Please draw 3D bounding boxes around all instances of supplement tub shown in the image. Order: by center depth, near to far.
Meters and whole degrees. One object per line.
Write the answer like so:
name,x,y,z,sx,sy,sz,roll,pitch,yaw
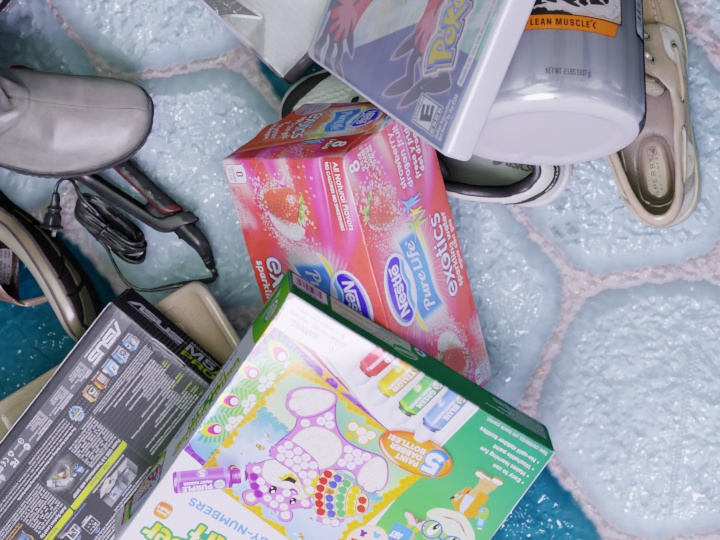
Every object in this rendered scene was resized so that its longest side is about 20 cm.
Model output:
supplement tub,0.112,-0.175,1.474,0.122,0.123,0.201,-5,72,12

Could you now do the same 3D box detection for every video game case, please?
video game case,0.050,-0.189,1.440,0.023,0.182,0.201,12,107,-34

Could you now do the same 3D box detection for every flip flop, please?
flip flop,-0.250,-0.018,1.624,0.200,0.081,0.058,42,94,11

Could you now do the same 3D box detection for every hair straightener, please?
hair straightener,-0.181,-0.050,1.635,0.200,0.041,0.077,40,100,2

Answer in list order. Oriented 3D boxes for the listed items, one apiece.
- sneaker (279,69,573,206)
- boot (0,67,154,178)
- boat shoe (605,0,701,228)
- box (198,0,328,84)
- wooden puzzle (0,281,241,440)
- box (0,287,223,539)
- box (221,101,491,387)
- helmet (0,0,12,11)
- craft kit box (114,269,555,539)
sneaker,0.038,-0.091,1.558,0.199,0.088,0.076,12,97,12
boot,-0.235,-0.109,1.546,0.199,0.131,0.068,0,76,-2
boat shoe,0.175,-0.126,1.537,0.072,0.065,0.201,-12,89,12
box,-0.036,-0.247,1.571,0.158,0.048,0.200,45,94,6
wooden puzzle,-0.133,0.128,1.622,0.200,0.046,0.186,-31,93,17
box,-0.155,0.138,1.581,0.160,0.044,0.200,39,107,0
box,0.000,0.000,1.522,0.099,0.095,0.201,1,116,36
helmet,-0.285,-0.254,1.561,0.199,0.200,0.191,18,70,10
craft kit box,-0.017,0.132,1.478,0.200,0.049,0.198,31,108,-15
